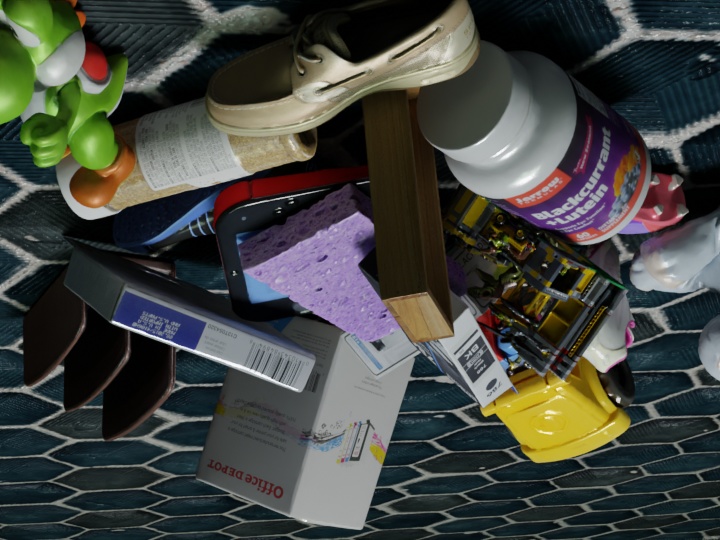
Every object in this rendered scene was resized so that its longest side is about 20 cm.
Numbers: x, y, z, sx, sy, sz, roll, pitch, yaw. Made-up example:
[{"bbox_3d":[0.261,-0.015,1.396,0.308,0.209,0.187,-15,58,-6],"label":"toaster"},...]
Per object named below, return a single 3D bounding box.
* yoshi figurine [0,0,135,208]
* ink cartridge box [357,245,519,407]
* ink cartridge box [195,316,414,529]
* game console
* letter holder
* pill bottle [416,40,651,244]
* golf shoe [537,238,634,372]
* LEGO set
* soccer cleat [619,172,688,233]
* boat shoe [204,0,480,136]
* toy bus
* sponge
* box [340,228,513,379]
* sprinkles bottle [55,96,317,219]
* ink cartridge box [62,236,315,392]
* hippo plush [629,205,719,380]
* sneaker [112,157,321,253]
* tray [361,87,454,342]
[{"bbox_3d":[-0.224,-0.115,0.838,0.111,0.113,0.200,0,155,5],"label":"yoshi figurine"},{"bbox_3d":[0.068,0.052,1.027,0.039,0.099,0.200,-46,149,-5],"label":"ink cartridge box"},{"bbox_3d":[-0.059,0.160,1.360,0.146,0.202,0.144,14,174,38],"label":"ink cartridge box"},{"bbox_3d":[-0.029,-0.020,1.043,0.174,0.031,0.201,-7,151,-3],"label":"game console"},{"bbox_3d":[-0.269,0.087,1.267,0.099,0.144,0.200,8,155,-29],"label":"letter holder"},{"bbox_3d":[0.131,-0.098,0.944,0.111,0.113,0.199,-20,154,33],"label":"pill bottle"},{"bbox_3d":[0.227,0.032,1.207,0.075,0.092,0.200,-39,-174,29],"label":"golf shoe"},{"bbox_3d":[0.127,0.019,1.054,0.116,0.153,0.200,-56,158,10],"label":"LEGO set"},{"bbox_3d":[0.203,-0.062,1.118,0.198,0.068,0.076,3,162,-26],"label":"soccer cleat"},{"bbox_3d":[-0.020,-0.151,0.850,0.198,0.072,0.065,-17,150,8],"label":"boat shoe"},{"bbox_3d":[0.175,0.069,1.283,0.135,0.202,0.191,-27,136,31],"label":"toy bus"},{"bbox_3d":[0.000,0.000,1.038,0.111,0.030,0.200,-28,149,20],"label":"sponge"},{"bbox_3d":[0.077,0.023,1.222,0.117,0.060,0.200,-42,-178,-38],"label":"box"},{"bbox_3d":[-0.134,-0.094,0.953,0.198,0.069,0.068,-13,157,19],"label":"sprinkles bottle"},{"bbox_3d":[-0.165,0.038,1.130,0.195,0.044,0.199,23,180,-30],"label":"ink cartridge box"},{"bbox_3d":[0.368,0.015,1.164,0.199,0.162,0.159,-28,171,16],"label":"hippo plush"},{"bbox_3d":[-0.121,-0.056,1.047,0.199,0.071,0.078,-23,145,34],"label":"sneaker"},{"bbox_3d":[0.032,-0.060,0.896,0.037,0.203,0.099,-9,158,12],"label":"tray"}]
